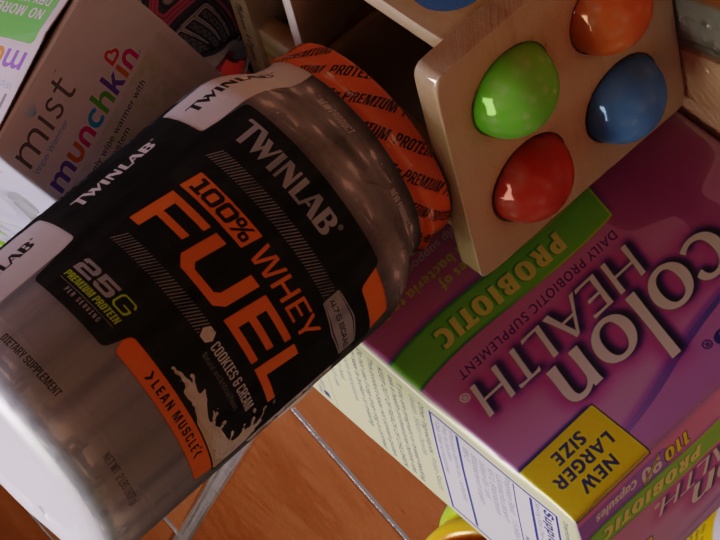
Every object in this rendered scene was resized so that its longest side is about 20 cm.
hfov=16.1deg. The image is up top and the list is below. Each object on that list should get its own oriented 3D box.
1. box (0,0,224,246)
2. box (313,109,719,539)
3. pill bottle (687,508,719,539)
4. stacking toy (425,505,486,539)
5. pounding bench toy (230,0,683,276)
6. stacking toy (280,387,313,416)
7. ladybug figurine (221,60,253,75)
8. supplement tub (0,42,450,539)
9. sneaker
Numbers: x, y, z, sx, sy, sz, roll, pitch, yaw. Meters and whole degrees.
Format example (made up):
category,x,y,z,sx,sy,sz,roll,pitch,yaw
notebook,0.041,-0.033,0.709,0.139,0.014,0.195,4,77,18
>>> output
category,x,y,z,sx,sy,sz,roll,pitch,yaw
box,-0.149,-0.065,1.131,0.199,0.097,0.176,17,163,44
box,0.087,0.017,1.103,0.200,0.176,0.097,40,161,29
pill bottle,0.179,0.165,1.178,0.113,0.112,0.200,49,129,2
stacking toy,0.080,0.152,1.408,0.115,0.201,0.110,2,137,24
pounding bench toy,0.037,-0.124,1.023,0.156,0.124,0.200,38,159,34
stacking toy,-0.108,-0.013,1.434,0.200,0.146,0.146,45,168,-35
ladybug figurine,-0.107,-0.110,1.495,0.136,0.072,0.200,36,158,34
supplement tub,-0.067,0.007,1.004,0.122,0.200,0.123,42,161,18
sneaker,-0.074,-0.144,1.264,0.080,0.075,0.200,23,-159,-3
